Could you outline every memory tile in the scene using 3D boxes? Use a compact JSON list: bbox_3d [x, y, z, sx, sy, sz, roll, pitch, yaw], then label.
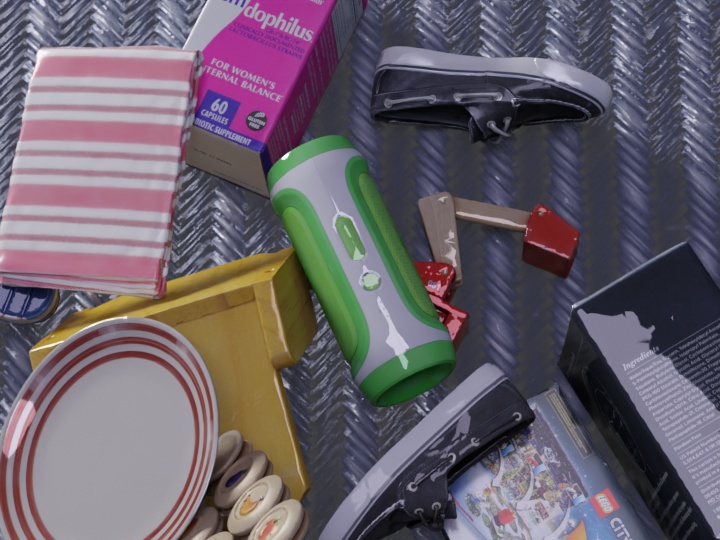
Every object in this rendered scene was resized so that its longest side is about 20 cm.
[{"bbox_3d":[-0.110,0.189,1.264,0.153,0.200,0.017,-46,111,-4],"label":"memory tile"}]

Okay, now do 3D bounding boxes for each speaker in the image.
[{"bbox_3d":[0.000,0.000,1.436,0.088,0.089,0.201,-24,72,-5],"label":"speaker"}]

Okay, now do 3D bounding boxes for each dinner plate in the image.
[{"bbox_3d":[-0.180,0.132,1.339,0.198,0.024,0.202,-13,64,28],"label":"dinner plate"}]

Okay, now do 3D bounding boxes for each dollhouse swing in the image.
[{"bbox_3d":[-0.124,0.104,1.443,0.198,0.182,0.178,-17,99,11],"label":"dollhouse swing"}]

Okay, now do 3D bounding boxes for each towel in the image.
[{"bbox_3d":[-0.204,-0.080,1.466,0.145,0.030,0.202,4,76,17],"label":"towel"}]

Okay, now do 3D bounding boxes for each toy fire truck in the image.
[{"bbox_3d":[0.062,-0.011,1.508,0.198,0.049,0.142,25,74,11],"label":"toy fire truck"}]

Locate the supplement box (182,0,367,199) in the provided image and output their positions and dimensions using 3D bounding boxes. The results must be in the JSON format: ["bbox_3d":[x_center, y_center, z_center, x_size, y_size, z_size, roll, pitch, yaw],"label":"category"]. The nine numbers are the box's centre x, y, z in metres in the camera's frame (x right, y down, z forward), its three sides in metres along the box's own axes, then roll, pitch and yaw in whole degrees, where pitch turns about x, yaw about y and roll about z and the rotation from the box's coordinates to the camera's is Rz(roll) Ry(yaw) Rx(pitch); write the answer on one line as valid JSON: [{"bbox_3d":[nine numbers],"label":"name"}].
[{"bbox_3d":[-0.079,-0.180,1.543,0.100,0.104,0.202,22,73,10],"label":"supplement box"}]

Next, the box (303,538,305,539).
[{"bbox_3d":[-0.094,0.294,1.323,0.199,0.197,0.125,-29,108,-6],"label":"box"}]

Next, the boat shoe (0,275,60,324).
[{"bbox_3d":[-0.338,-0.001,1.509,0.198,0.072,0.073,24,76,4],"label":"boat shoe"}]

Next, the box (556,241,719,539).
[{"bbox_3d":[0.247,0.106,1.410,0.106,0.149,0.201,-29,74,-8],"label":"box"}]

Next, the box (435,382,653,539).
[{"bbox_3d":[0.144,0.207,1.439,0.136,0.038,0.201,-28,73,-6],"label":"box"}]

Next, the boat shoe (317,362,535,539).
[{"bbox_3d":[0.053,0.159,1.409,0.200,0.070,0.066,-43,72,-15],"label":"boat shoe"}]

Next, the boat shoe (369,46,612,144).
[{"bbox_3d":[0.105,-0.136,1.535,0.198,0.072,0.069,9,70,8],"label":"boat shoe"}]
